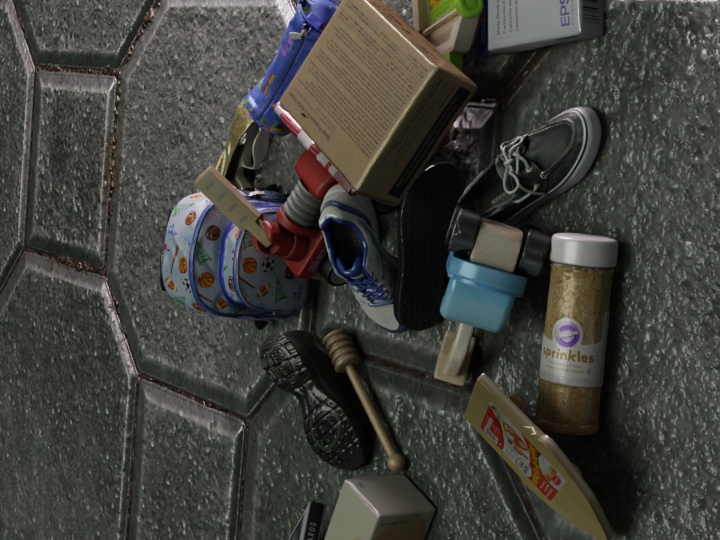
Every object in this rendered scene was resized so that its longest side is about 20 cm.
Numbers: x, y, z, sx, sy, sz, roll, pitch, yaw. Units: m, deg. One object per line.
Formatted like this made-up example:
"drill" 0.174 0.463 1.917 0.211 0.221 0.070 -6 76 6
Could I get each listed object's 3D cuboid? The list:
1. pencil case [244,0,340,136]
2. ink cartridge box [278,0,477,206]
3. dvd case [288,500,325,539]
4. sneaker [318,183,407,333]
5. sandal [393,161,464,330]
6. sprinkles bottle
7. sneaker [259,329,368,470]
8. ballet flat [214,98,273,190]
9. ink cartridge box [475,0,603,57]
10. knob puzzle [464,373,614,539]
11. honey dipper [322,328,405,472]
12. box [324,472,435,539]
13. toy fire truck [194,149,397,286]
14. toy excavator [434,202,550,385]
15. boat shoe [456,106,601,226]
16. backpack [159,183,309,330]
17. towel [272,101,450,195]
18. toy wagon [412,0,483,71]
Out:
"pencil case" -0.082 -0.265 1.861 0.078 0.087 0.200 46 130 12
"ink cartridge box" 0.016 -0.196 1.610 0.165 0.075 0.200 -56 45 18
"dvd case" -0.089 0.400 1.819 0.200 0.025 0.151 116 167 -54
"sneaker" 0.000 0.000 1.684 0.075 0.088 0.201 -18 112 25
"sandal" 0.069 -0.031 1.671 0.048 0.075 0.201 -138 56 -66
"sprinkles bottle" 0.220 0.064 1.467 0.068 0.068 0.201 13 101 52
"sneaker" -0.042 0.157 1.818 0.076 0.091 0.201 -32 85 31
"ballet flat" -0.164 -0.142 1.987 0.071 0.070 0.201 46 123 43
"ink cartridge box" 0.178 -0.339 1.548 0.200 0.040 0.201 -1 89 54
"knob puzzle" 0.191 0.194 1.466 0.220 0.030 0.220 46 167 14
"honey dipper" 0.006 0.162 1.780 0.038 0.038 0.201 -53 52 39
"box" 0.007 0.350 1.731 0.078 0.095 0.201 42 124 45
"toy fire truck" -0.080 -0.089 1.747 0.176 0.199 0.129 -57 48 25
"toy excavator" 0.121 0.036 1.546 0.194 0.099 0.201 -72 0 -84
"boat shoe" 0.173 -0.109 1.530 0.199 0.068 0.074 -36 62 47
"backpack" -0.162 -0.018 1.878 0.154 0.190 0.201 2 91 53
"towel" -0.001 -0.175 1.718 0.200 0.144 0.023 48 162 42
"toy wagon" 0.095 -0.295 1.641 0.155 0.039 0.201 161 105 -67
